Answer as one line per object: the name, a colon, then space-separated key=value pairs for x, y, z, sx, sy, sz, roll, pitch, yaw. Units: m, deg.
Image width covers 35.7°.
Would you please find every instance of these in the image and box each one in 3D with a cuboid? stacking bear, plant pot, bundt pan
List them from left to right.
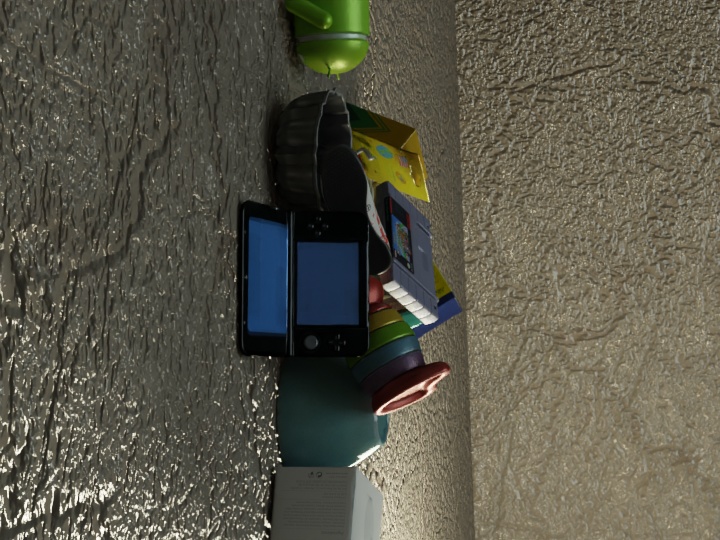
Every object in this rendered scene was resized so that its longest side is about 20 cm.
bundt pan: x=-0.072 y=-0.163 z=1.621 sx=0.202 sy=0.075 sz=0.203 roll=2 pitch=90 yaw=-77
plant pot: x=-0.031 y=0.210 z=1.649 sx=0.200 sy=0.134 sz=0.201 roll=-1 pitch=90 yaw=-78
stacking bear: x=0.023 y=0.092 z=1.584 sx=0.200 sy=0.113 sz=0.122 roll=61 pitch=-22 yaw=17

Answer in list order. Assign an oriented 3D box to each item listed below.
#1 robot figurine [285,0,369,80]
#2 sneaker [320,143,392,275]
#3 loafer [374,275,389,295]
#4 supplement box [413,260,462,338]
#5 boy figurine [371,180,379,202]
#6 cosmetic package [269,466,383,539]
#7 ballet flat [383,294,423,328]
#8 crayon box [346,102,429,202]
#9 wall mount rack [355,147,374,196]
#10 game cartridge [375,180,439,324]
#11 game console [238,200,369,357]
robot figurine: x=-0.044 y=-0.391 z=1.695 sx=0.175 sy=0.115 sz=0.201 roll=-26 pitch=114 yaw=-75
sneaker: x=-0.015 y=-0.097 z=1.597 sx=0.108 sy=0.067 sz=0.202 roll=-115 pitch=-178 yaw=-67
loafer: x=0.000 y=0.000 z=1.857 sx=0.201 sy=0.067 sz=0.076 roll=67 pitch=26 yaw=-19
supplement box: x=0.089 y=0.010 z=2.080 sx=0.200 sy=0.109 sz=0.110 roll=60 pitch=2 yaw=19
boy figurine: x=0.023 y=-0.063 z=2.005 sx=0.124 sy=0.064 sz=0.201 roll=5 pitch=-96 yaw=58
cosmetic package: x=-0.048 y=0.397 z=1.579 sx=0.199 sy=0.122 sz=0.201 roll=62 pitch=28 yaw=-64
ballet flat: x=0.005 y=0.078 z=1.749 sx=0.068 sy=0.199 sz=0.067 roll=82 pitch=-9 yaw=-45
crayon box: x=0.034 y=-0.198 z=1.839 sx=0.051 sy=0.200 sz=0.127 roll=-53 pitch=151 yaw=-22
wall mount rack: x=0.001 y=-0.097 z=1.780 sx=0.200 sy=0.074 sz=0.174 roll=-35 pitch=100 yaw=-52
game cartridge: x=0.071 y=-0.031 z=1.715 sx=0.130 sy=0.038 sz=0.201 roll=45 pitch=32 yaw=-43
game console: x=-0.071 y=0.014 z=1.476 sx=0.116 sy=0.175 sz=0.201 roll=131 pitch=-41 yaw=-84
